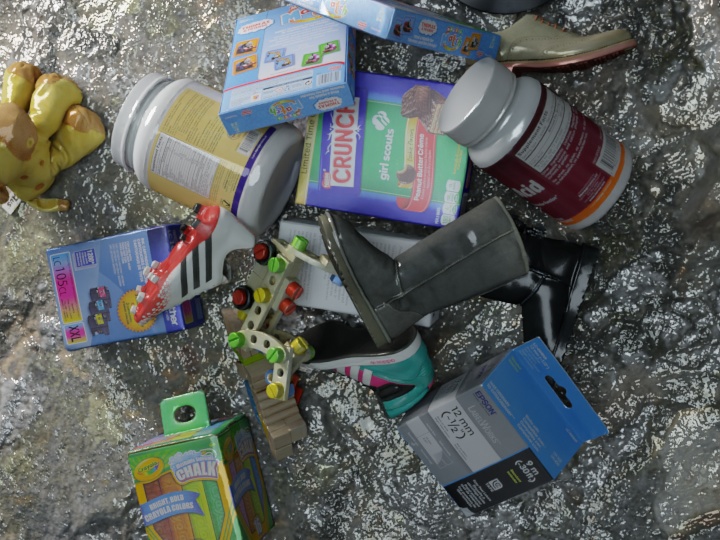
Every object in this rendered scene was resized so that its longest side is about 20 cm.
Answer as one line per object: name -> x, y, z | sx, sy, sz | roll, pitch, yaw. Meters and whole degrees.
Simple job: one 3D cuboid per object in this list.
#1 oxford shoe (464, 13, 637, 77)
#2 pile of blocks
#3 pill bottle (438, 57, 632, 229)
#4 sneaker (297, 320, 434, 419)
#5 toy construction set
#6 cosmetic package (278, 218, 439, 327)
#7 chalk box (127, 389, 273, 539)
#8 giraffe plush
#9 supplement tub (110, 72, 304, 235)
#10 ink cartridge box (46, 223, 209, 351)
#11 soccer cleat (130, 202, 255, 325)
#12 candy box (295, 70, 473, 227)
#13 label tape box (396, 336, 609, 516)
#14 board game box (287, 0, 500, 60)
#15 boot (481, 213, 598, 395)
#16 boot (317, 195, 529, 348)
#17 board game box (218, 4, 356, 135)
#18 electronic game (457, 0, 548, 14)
oxford shoe -> 0.215, -0.264, 1.207 | 0.199, 0.071, 0.074 | -6, 90, 12
pile of blocks -> -0.113, 0.134, 1.318 | 0.062, 0.082, 0.201 | -20, 98, -18
pill bottle -> 0.193, -0.142, 1.161 | 0.200, 0.114, 0.114 | 31, 101, -19
sneaker -> 0.012, 0.123, 1.277 | 0.199, 0.084, 0.121 | -3, 130, 42
toy construction set -> -0.078, 0.038, 1.209 | 0.131, 0.092, 0.200 | 38, 96, 31
cosmetic package -> 0.000, 0.000, 1.271 | 0.199, 0.071, 0.102 | 10, 97, 12
chalk box -> -0.203, 0.255, 1.307 | 0.124, 0.124, 0.201 | -15, 91, 12
giraffe plush -> -0.441, -0.159, 1.305 | 0.172, 0.162, 0.201 | 23, 98, 9
supplement tub -> -0.183, -0.143, 1.261 | 0.199, 0.145, 0.146 | 25, 99, 9
ink cartridge box -> -0.284, 0.018, 1.333 | 0.199, 0.076, 0.137 | -11, 92, 11
soccer cleat -> -0.201, 0.005, 1.234 | 0.085, 0.069, 0.200 | 29, 121, -22
candy box -> 0.035, -0.148, 1.250 | 0.199, 0.077, 0.170 | 10, 96, 12
label tape box -> 0.162, 0.184, 1.210 | 0.200, 0.066, 0.143 | -33, 99, 36
board game box -> 0.039, -0.276, 1.149 | 0.151, 0.200, 0.037 | 30, 111, 34
boot -> 0.179, 0.031, 1.236 | 0.162, 0.073, 0.199 | 17, 91, 8
boot -> 0.071, -0.026, 1.150 | 0.199, 0.073, 0.182 | -28, 115, -1
board game box -> -0.081, -0.247, 1.218 | 0.151, 0.201, 0.037 | -12, 134, 12
electronic game -> 0.168, -0.400, 1.214 | 0.199, 0.042, 0.201 | 0, 96, 1
